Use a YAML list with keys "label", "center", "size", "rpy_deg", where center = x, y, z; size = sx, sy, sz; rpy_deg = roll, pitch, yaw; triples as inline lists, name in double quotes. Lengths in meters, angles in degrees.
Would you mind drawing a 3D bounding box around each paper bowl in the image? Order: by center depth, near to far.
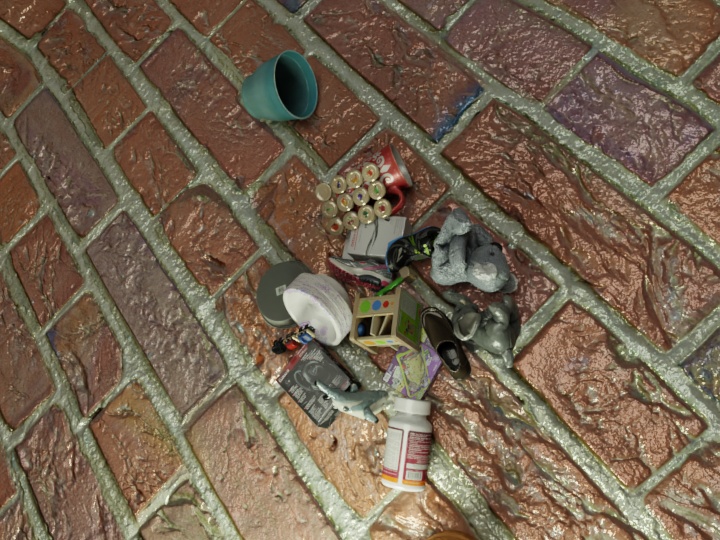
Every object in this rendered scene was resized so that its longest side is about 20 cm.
- label: "paper bowl"
  center: [-0.102, 0.092, 1.610]
  size: [0.198, 0.204, 0.104]
  rpy_deg: [26, 54, 27]

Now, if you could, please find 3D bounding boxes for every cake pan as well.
- label: "cake pan"
  center: [-0.218, 0.064, 1.751]
  size: [0.195, 0.037, 0.206]
  rpy_deg: [-7, 70, 20]

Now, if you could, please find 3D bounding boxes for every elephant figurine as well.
- label: "elephant figurine"
  center: [0.282, 0.134, 1.487]
  size: [0.196, 0.155, 0.145]
  rpy_deg: [-5, 114, 31]

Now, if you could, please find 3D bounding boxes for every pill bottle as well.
- label: "pill bottle"
  center: [0.114, 0.411, 1.451]
  size: [0.107, 0.109, 0.206]
  rpy_deg: [4, 79, 23]

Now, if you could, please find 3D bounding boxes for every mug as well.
- label: "mug"
  center: [0.031, -0.235, 1.686]
  size: [0.197, 0.134, 0.180]
  rpy_deg: [-27, 36, 16]

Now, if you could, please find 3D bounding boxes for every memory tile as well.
- label: "memory tile"
  center: [-0.021, -0.193, 1.654]
  size: [0.196, 0.017, 0.157]
  rpy_deg: [-19, 89, 21]

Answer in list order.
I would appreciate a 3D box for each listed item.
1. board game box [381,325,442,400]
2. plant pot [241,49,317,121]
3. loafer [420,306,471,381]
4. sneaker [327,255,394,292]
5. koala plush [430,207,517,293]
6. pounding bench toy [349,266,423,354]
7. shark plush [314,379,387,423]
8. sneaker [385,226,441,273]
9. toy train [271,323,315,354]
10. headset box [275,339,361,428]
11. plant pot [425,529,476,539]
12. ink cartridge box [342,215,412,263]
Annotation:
- label: "board game box"
  center: [0.151, 0.222, 1.552]
  size: [0.119, 0.032, 0.203]
  rpy_deg: [28, 85, 30]
- label: "plant pot"
  center: [-0.264, -0.558, 1.898]
  size: [0.184, 0.199, 0.205]
  rpy_deg: [-4, 70, 37]
- label: "loafer"
  center: [0.208, 0.171, 1.491]
  size: [0.072, 0.071, 0.202]
  rpy_deg: [-34, 65, 7]
- label: "sneaker"
  center: [0.000, 0.000, 1.665]
  size: [0.196, 0.081, 0.076]
  rpy_deg: [19, 65, 19]
- label: "koala plush"
  center: [0.286, -0.015, 1.489]
  size: [0.199, 0.176, 0.186]
  rpy_deg: [35, 96, 37]
- label: "pounding bench toy"
  center: [0.065, 0.096, 1.560]
  size: [0.153, 0.124, 0.205]
  rpy_deg: [-7, 63, 33]
- label: "shark plush"
  center: [-0.027, 0.316, 1.530]
  size: [0.196, 0.091, 0.085]
  rpy_deg: [21, 76, -7]
- label: "sneaker"
  center: [0.145, -0.059, 1.576]
  size: [0.197, 0.072, 0.082]
  rpy_deg: [-30, 18, -22]
- label: "toy train"
  center: [-0.183, 0.190, 1.644]
  size: [0.198, 0.034, 0.046]
  rpy_deg: [-29, 32, 45]
- label: "headset box"
  center: [-0.118, 0.291, 1.613]
  size: [0.199, 0.077, 0.150]
  rpy_deg: [39, 89, 29]
- label: "plant pot"
  center: [0.190, 0.679, 1.323]
  size: [0.195, 0.140, 0.206]
  rpy_deg: [-7, 70, 19]
- label: "ink cartridge box"
  center: [0.035, -0.087, 1.679]
  size: [0.195, 0.067, 0.119]
  rpy_deg: [5, 76, 23]
